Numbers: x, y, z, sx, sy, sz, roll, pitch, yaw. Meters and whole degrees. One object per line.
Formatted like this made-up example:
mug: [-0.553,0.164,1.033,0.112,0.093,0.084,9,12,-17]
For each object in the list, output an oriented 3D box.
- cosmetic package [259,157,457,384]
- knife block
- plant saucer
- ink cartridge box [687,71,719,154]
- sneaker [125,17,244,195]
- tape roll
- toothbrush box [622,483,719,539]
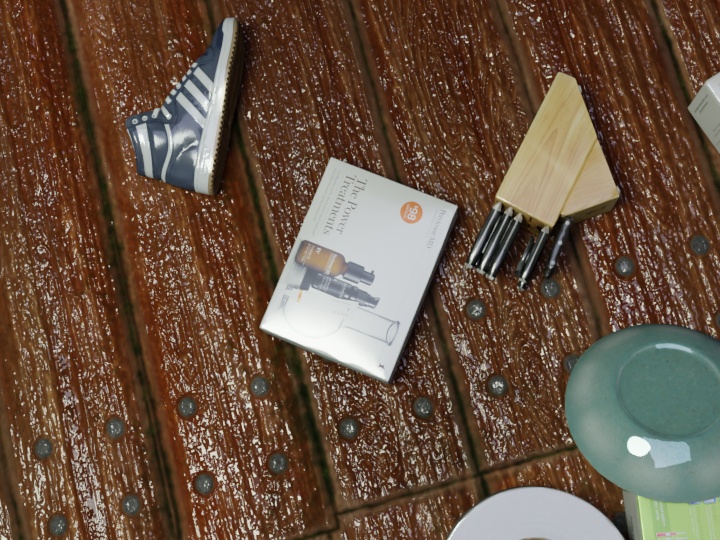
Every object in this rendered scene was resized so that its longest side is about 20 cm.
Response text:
cosmetic package: [0.000,0.000,1.076,0.149,0.052,0.202,21,82,6]
knife block: [0.174,-0.087,1.067,0.174,0.064,0.202,-18,78,1]
plant saucer: [0.301,0.126,0.984,0.199,0.039,0.203,-5,52,6]
ink cartridge box: [0.462,-0.139,1.038,0.144,0.084,0.201,-32,79,-1]
sneaker: [-0.195,-0.190,1.120,0.107,0.070,0.202,9,83,5]
tape roll: [0.172,0.315,0.991,0.198,0.066,0.203,-1,80,5]
toothbrush box: [0.366,0.275,0.969,0.198,0.086,0.147,-7,78,5]
